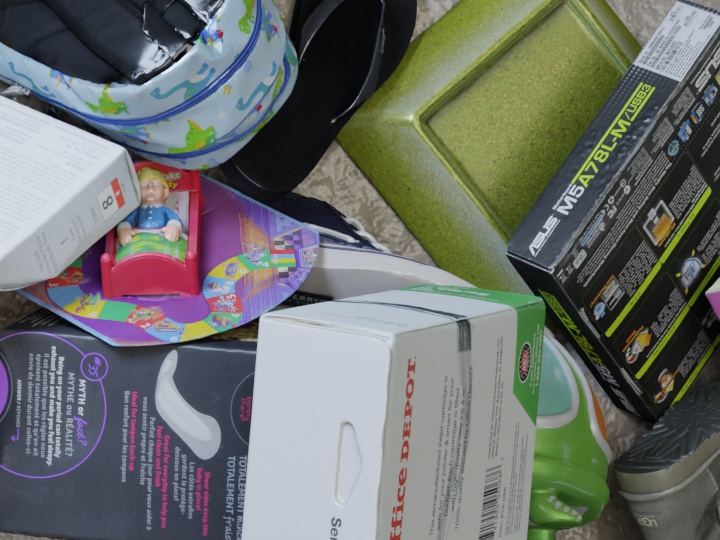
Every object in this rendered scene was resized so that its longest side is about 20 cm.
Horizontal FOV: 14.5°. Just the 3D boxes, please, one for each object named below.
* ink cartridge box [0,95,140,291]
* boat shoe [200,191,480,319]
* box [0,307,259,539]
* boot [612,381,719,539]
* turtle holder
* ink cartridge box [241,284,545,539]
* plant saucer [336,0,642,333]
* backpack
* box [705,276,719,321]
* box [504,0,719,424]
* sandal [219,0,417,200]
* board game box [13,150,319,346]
[{"bbox_3d":[-0.246,-0.020,1.588,0.200,0.162,0.050,-46,140,-28],"label":"ink cartridge box"},{"bbox_3d":[0.000,0.000,1.682,0.199,0.093,0.075,15,124,8],"label":"boat shoe"},{"bbox_3d":[-0.101,0.090,1.621,0.199,0.106,0.123,5,99,11],"label":"box"},{"bbox_3d":[0.228,0.183,1.767,0.182,0.072,0.200,-29,111,-38],"label":"boot"},{"bbox_3d":[0.059,0.102,1.716,0.185,0.141,0.132,-5,69,20],"label":"turtle holder"},{"bbox_3d":[0.020,0.089,1.524,0.083,0.200,0.147,8,97,26],"label":"ink cartridge box"},{"bbox_3d":[0.115,-0.081,1.777,0.200,0.048,0.200,-41,98,-15],"label":"plant saucer"},{"bbox_3d":[-0.129,-0.146,1.633,0.163,0.200,0.154,-46,123,-16],"label":"backpack"},{"bbox_3d":[0.333,0.027,1.759,0.200,0.097,0.176,-43,110,-40],"label":"box"},{"bbox_3d":[0.192,-0.033,1.745,0.200,0.047,0.193,-55,142,-13],"label":"box"},{"bbox_3d":[-0.016,-0.126,1.722,0.076,0.043,0.200,33,60,-12],"label":"sandal"},{"bbox_3d":[-0.126,-0.028,1.628,0.158,0.200,0.039,-31,133,-36],"label":"board game box"}]
